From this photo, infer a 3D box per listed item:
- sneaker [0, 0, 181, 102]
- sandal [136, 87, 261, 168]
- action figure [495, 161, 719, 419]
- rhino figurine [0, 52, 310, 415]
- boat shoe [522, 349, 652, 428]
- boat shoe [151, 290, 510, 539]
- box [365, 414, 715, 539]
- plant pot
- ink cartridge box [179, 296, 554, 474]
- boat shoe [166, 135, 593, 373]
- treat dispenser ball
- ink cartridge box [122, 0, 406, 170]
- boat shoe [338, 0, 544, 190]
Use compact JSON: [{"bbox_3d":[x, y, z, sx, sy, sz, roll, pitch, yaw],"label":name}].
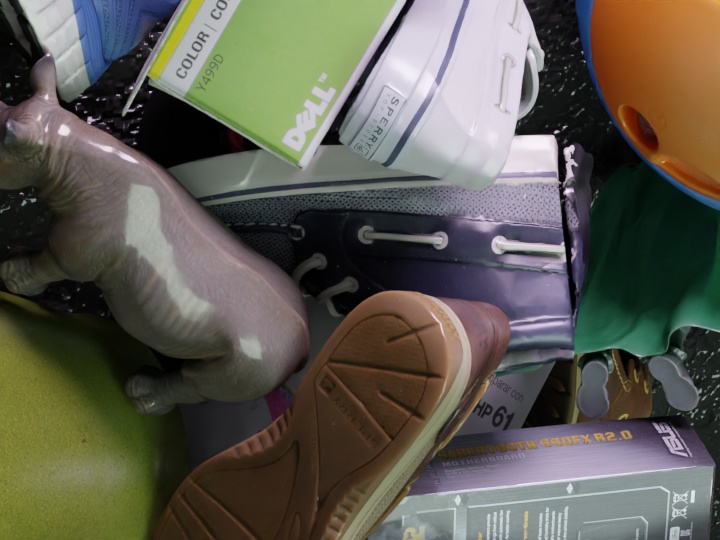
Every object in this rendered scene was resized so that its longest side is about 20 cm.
[{"bbox_3d":[-0.113,-0.158,0.908,0.089,0.079,0.200,-34,146,-14],"label":"sneaker"},{"bbox_3d":[-0.032,-0.092,1.029,0.075,0.045,0.200,14,117,-40],"label":"sandal"},{"bbox_3d":[0.141,-0.007,1.132,0.118,0.200,0.055,-4,122,20],"label":"action figure"},{"bbox_3d":[-0.098,-0.016,0.949,0.200,0.060,0.087,44,141,-22],"label":"rhino figurine"},{"bbox_3d":[0.111,0.058,1.237,0.067,0.072,0.201,-28,143,-17],"label":"boat shoe"},{"bbox_3d":[-0.011,0.081,0.977,0.072,0.072,0.200,-9,143,-54],"label":"boat shoe"},{"bbox_3d":[0.072,0.169,1.084,0.157,0.048,0.201,-5,115,-11],"label":"box"},{"bbox_3d":[-0.181,0.084,0.995,0.192,0.200,0.201,-1,127,-48],"label":"plant pot"},{"bbox_3d":[-0.009,0.071,1.108,0.144,0.084,0.201,33,81,-47],"label":"ink cartridge box"},{"bbox_3d":[0.000,0.000,1.000,0.199,0.093,0.075,-5,168,5],"label":"boat shoe"},{"bbox_3d":[0.192,-0.119,1.039,0.200,0.201,0.202,-18,134,-20],"label":"treat dispenser ball"},{"bbox_3d":[-0.016,-0.114,0.897,0.076,0.200,0.148,31,102,-6],"label":"ink cartridge box"},{"bbox_3d":[0.040,-0.082,0.980,0.067,0.200,0.074,31,121,-5],"label":"boat shoe"}]
